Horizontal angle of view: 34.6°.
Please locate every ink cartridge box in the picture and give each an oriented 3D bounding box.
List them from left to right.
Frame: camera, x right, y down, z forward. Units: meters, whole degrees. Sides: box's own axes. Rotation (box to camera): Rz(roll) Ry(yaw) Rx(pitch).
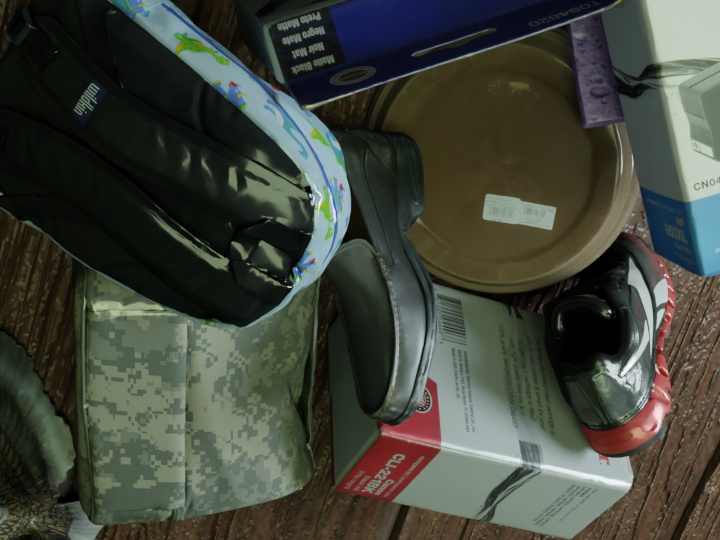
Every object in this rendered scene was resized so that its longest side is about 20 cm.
[{"bbox_3d":[0.031,-0.166,0.702,0.199,0.200,0.041,-19,114,-8],"label":"ink cartridge box"},{"bbox_3d":[0.083,0.098,0.839,0.199,0.145,0.084,15,136,-19],"label":"ink cartridge box"},{"bbox_3d":[0.230,-0.116,0.673,0.144,0.084,0.201,-17,103,-1],"label":"ink cartridge box"}]

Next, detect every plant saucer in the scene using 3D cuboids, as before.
[{"bbox_3d":[0.097,-0.075,0.806,0.199,0.029,0.201,3,109,9],"label":"plant saucer"}]

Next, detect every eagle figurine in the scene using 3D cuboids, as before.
[{"bbox_3d":[-0.265,0.152,0.805,0.200,0.151,0.152,49,49,3],"label":"eagle figurine"}]

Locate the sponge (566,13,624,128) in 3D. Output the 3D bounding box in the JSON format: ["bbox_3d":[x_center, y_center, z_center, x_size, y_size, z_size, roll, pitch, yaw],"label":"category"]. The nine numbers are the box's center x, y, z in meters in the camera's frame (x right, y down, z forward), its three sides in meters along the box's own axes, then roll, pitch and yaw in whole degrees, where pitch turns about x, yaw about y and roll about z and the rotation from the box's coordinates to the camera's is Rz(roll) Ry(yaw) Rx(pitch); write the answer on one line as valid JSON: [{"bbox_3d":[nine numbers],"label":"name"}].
[{"bbox_3d":[0.183,-0.200,0.746,0.111,0.030,0.201,-9,87,9],"label":"sponge"}]

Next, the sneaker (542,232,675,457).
[{"bbox_3d":[0.177,0.031,0.827,0.071,0.201,0.098,-22,124,32],"label":"sneaker"}]

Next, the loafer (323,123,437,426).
[{"bbox_3d":[0.000,0.000,0.744,0.072,0.201,0.073,11,152,-34],"label":"loafer"}]

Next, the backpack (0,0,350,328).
[{"bbox_3d":[-0.100,-0.059,0.652,0.200,0.154,0.164,36,107,16],"label":"backpack"}]

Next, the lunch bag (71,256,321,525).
[{"bbox_3d":[-0.109,0.065,0.787,0.167,0.139,0.201,-1,112,-14],"label":"lunch bag"}]
